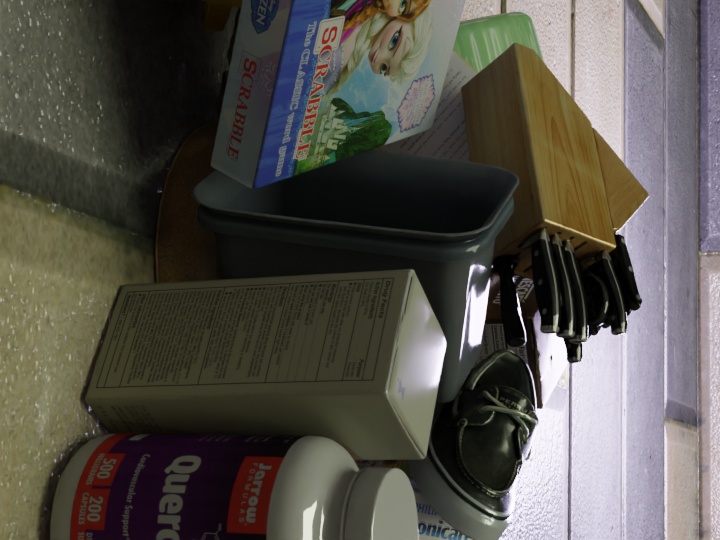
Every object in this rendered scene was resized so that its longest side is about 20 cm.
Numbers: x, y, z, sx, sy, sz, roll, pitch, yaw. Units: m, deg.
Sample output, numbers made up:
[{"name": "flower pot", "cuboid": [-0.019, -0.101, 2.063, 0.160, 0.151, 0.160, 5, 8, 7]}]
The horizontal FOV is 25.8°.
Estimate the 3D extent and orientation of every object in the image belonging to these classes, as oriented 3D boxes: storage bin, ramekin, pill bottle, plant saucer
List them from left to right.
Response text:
[{"name": "pill bottle", "cuboid": [-0.073, 0.152, 0.918, 0.112, 0.199, 0.113, -2, 90, -68]}, {"name": "plant saucer", "cuboid": [-0.084, -0.007, 1.126, 0.200, 0.035, 0.201, -2, 90, -68]}, {"name": "storage bin", "cuboid": [0.000, 0.000, 1.052, 0.146, 0.199, 0.135, -52, 146, -59]}, {"name": "ramekin", "cuboid": [0.062, -0.148, 1.300, 0.200, 0.200, 0.098, -25, 104, -67]}]

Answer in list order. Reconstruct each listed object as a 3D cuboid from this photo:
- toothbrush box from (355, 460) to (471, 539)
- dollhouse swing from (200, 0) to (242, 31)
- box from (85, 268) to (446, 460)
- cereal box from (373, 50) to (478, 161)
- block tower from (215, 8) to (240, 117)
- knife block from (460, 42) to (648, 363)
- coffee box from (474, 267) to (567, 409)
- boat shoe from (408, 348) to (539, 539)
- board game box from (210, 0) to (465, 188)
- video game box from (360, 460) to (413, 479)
[{"name": "toothbrush box", "cuboid": [-0.017, 0.230, 1.045, 0.086, 0.145, 0.201, 17, 85, -44]}, {"name": "dollhouse swing", "cuboid": [-0.137, -0.270, 1.015, 0.181, 0.176, 0.201, 8, 78, -26]}, {"name": "box", "cuboid": [-0.056, 0.061, 0.966, 0.078, 0.199, 0.095, 63, 33, -47]}, {"name": "cereal box", "cuboid": [0.044, -0.092, 1.186, 0.200, 0.144, 0.040, 43, 3, -1]}, {"name": "block tower", "cuboid": [-0.051, -0.179, 1.063, 0.058, 0.054, 0.200, -111, -150, -46]}, {"name": "knife block", "cuboid": [0.118, -0.040, 1.082, 0.200, 0.064, 0.176, 52, 41, -1]}, {"name": "coffee box", "cuboid": [0.061, 0.053, 1.263, 0.113, 0.199, 0.080, -47, 131, -61]}, {"name": "boat shoe", "cuboid": [0.080, 0.103, 1.030, 0.071, 0.072, 0.200, -53, -170, 19]}, {"name": "board game box", "cuboid": [0.000, -0.168, 1.012, 0.199, 0.041, 0.200, -24, 137, -49]}, {"name": "video game box", "cuboid": [0.020, 0.187, 1.183, 0.047, 0.200, 0.183, 24, 56, -23]}]
